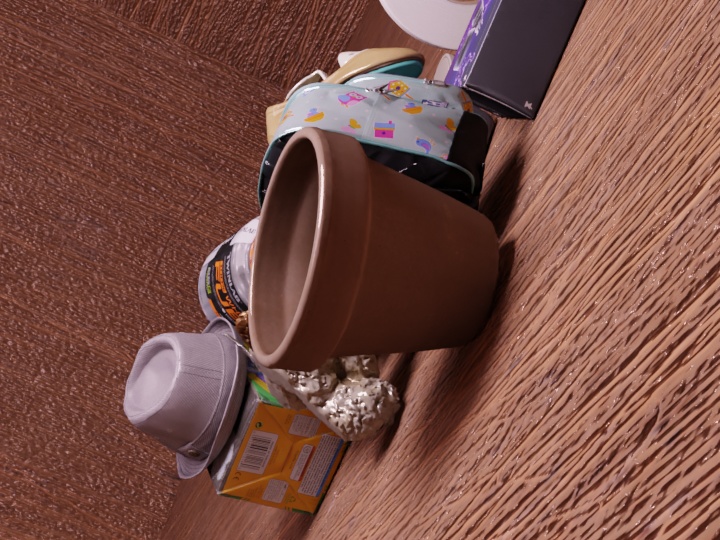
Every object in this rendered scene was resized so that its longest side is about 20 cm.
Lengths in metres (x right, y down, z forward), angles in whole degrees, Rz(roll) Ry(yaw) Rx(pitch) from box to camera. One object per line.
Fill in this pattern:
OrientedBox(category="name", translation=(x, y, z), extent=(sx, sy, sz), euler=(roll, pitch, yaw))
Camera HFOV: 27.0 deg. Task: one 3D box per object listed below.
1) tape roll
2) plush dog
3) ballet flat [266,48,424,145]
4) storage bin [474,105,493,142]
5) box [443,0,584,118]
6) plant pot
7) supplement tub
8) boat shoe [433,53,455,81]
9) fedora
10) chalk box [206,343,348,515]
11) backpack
OrientedBox(category="tape roll", translation=(0.107, -0.325, 1.534), extent=(0.037, 0.201, 0.204), euler=(-120, 53, -81))
OrientedBox(category="plush dog", translation=(-0.022, 0.047, 1.469), extent=(0.172, 0.161, 0.200), euler=(-45, 27, -15))
OrientedBox(category="ballet flat", translation=(-0.024, -0.192, 1.573), extent=(0.199, 0.068, 0.064), euler=(-30, 63, 24))
OrientedBox(category="storage bin", translation=(0.049, -0.097, 1.555), extent=(0.134, 0.145, 0.201), euler=(-34, 32, 58))
OrientedBox(category="box", translation=(0.158, -0.251, 1.428), extent=(0.141, 0.078, 0.202), euler=(-142, 75, -80))
OrientedBox(category="plant pot", translation=(0.014, -0.004, 1.243), extent=(0.200, 0.173, 0.202), euler=(-169, 90, -71))
OrientedBox(category="supplement tub", translation=(-0.099, 0.006, 1.647), extent=(0.200, 0.122, 0.123), euler=(-30, 37, 67))
OrientedBox(category="boat shoe", translation=(0.096, -0.165, 1.734), extent=(0.201, 0.056, 0.067), euler=(114, 158, -45))
OrientedBox(category="fedora", translation=(-0.201, 0.131, 1.635), extent=(0.200, 0.090, 0.179), euler=(-22, 56, 60))
OrientedBox(category="chalk box", translation=(-0.107, 0.160, 1.678), extent=(0.126, 0.123, 0.200), euler=(-65, 26, 16))
OrientedBox(category="backpack", translation=(0.010, -0.090, 1.376), extent=(0.177, 0.198, 0.154), euler=(97, -178, -48))
